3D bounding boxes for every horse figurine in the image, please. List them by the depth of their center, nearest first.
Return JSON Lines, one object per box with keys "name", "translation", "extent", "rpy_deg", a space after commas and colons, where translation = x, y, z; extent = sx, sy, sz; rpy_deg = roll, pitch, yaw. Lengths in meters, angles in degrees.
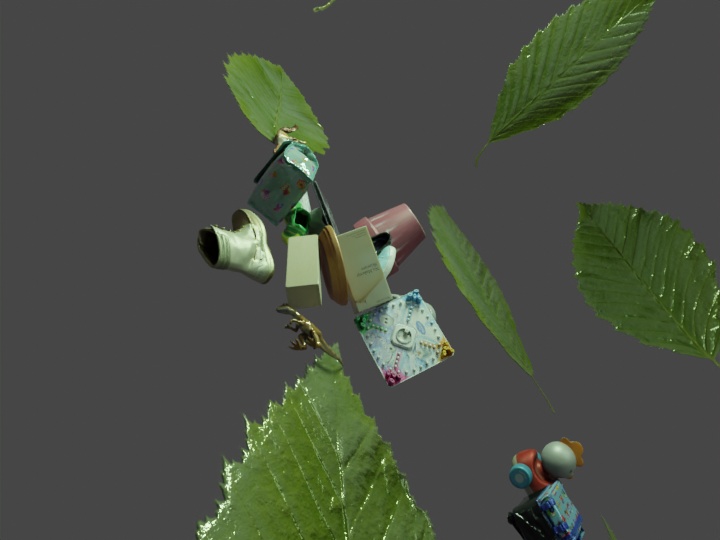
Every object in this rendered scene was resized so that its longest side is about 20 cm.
{"name": "horse figurine", "translation": [-0.239, -0.413, 1.754], "extent": [0.131, 0.050, 0.203], "rpy_deg": [12, 47, -30]}

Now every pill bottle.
{"name": "pill bottle", "translation": [0.133, 0.132, 1.510], "extent": [0.199, 0.114, 0.115], "rpy_deg": [12, 41, -56]}

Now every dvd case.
{"name": "dvd case", "translation": [-0.087, -0.147, 1.453], "extent": [0.200, 0.016, 0.151], "rpy_deg": [60, 9, -82]}

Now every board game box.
{"name": "board game box", "translation": [0.111, 0.165, 1.348], "extent": [0.197, 0.026, 0.202], "rpy_deg": [-22, 66, -19]}

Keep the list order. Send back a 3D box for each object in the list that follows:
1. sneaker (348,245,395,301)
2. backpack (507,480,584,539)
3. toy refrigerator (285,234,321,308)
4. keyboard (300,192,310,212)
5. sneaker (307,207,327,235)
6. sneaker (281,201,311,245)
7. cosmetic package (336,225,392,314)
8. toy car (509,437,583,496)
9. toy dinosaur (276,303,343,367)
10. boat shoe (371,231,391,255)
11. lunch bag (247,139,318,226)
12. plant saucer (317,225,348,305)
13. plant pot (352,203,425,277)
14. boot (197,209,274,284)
{"name": "sneaker", "translation": [0.027, 0.002, 1.450], "extent": [0.082, 0.074, 0.202], "rpy_deg": [37, 67, -16]}
{"name": "backpack", "translation": [0.481, 0.652, 1.307], "extent": [0.181, 0.134, 0.202], "rpy_deg": [10, 46, -56]}
{"name": "toy refrigerator", "translation": [-0.131, 0.002, 1.242], "extent": [0.202, 0.074, 0.071], "rpy_deg": [-99, -177, -53]}
{"name": "keyboard", "translation": [-0.187, -0.244, 1.646], "extent": [0.056, 0.011, 0.202], "rpy_deg": [33, 27, -36]}
{"name": "sneaker", "translation": [-0.108, -0.094, 1.503], "extent": [0.115, 0.072, 0.202], "rpy_deg": [59, 9, -32]}
{"name": "sneaker", "translation": [-0.162, -0.133, 1.414], "extent": [0.074, 0.083, 0.201], "rpy_deg": [36, 24, -27]}
{"name": "cosmetic package", "translation": [0.000, 0.000, 1.378], "extent": [0.073, 0.102, 0.203], "rpy_deg": [133, -64, -78]}
{"name": "toy car", "translation": [0.548, 0.561, 1.488], "extent": [0.178, 0.200, 0.183], "rpy_deg": [56, 23, 19]}
{"name": "toy dinosaur", "translation": [-0.097, 0.142, 1.124], "extent": [0.200, 0.060, 0.106], "rpy_deg": [48, 20, -5]}
{"name": "boat shoe", "translation": [0.011, -0.050, 1.495], "extent": [0.198, 0.067, 0.070], "rpy_deg": [-27, 67, -24]}
{"name": "lunch bag", "translation": [-0.200, -0.243, 1.401], "extent": [0.121, 0.170, 0.201], "rpy_deg": [37, 24, -18]}
{"name": "plant saucer", "translation": [-0.072, -0.009, 1.319], "extent": [0.200, 0.037, 0.204], "rpy_deg": [168, -90, -80]}
{"name": "plant pot", "translation": [0.099, -0.108, 1.672], "extent": [0.202, 0.178, 0.200], "rpy_deg": [56, 2, -3]}
{"name": "boot", "translation": [-0.273, -0.070, 1.121], "extent": [0.153, 0.072, 0.202], "rpy_deg": [18, 38, -48]}
